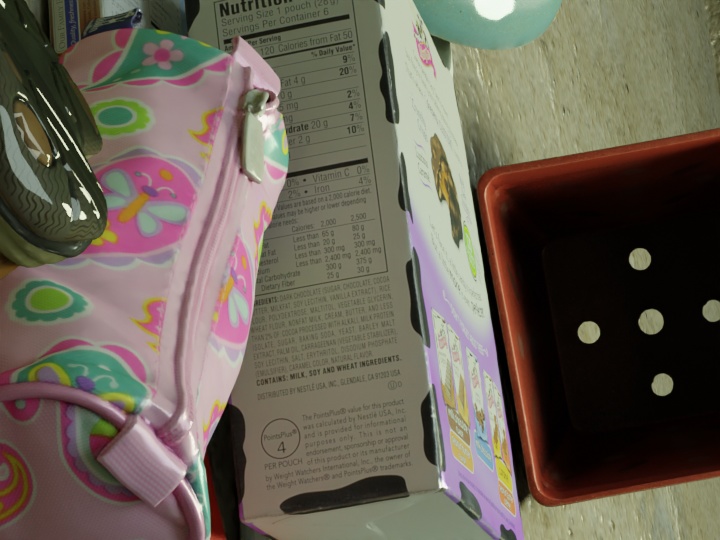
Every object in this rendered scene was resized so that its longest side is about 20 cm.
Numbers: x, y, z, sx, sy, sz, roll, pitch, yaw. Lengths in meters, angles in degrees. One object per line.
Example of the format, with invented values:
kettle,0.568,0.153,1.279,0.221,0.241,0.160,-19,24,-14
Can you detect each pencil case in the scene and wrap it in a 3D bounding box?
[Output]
pencil case,-0.069,0.006,0.642,0.201,0.087,0.088,-79,154,-55

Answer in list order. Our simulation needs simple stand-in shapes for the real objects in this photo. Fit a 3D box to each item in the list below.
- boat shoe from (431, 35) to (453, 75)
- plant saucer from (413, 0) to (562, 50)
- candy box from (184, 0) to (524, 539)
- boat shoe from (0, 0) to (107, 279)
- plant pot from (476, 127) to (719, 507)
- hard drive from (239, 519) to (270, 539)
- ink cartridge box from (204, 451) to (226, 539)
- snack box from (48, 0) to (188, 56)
boat shoe,0.004,-0.141,1.079,0.072,0.069,0.202,100,-15,-58
plant saucer,0.026,-0.192,1.042,0.199,0.027,0.201,27,42,-28
candy box,0.000,0.000,0.807,0.168,0.071,0.202,50,31,-70
boat shoe,-0.110,-0.037,0.551,0.076,0.074,0.200,60,0,-14
plant pot,0.185,0.029,1.402,0.176,0.198,0.201,53,27,-85
hard drive,-0.013,0.172,0.849,0.132,0.026,0.201,57,27,-56
ink cartridge box,-0.045,0.149,0.665,0.162,0.057,0.202,-12,94,-68
snack box,-0.064,-0.074,0.835,0.200,0.024,0.072,43,37,-65
